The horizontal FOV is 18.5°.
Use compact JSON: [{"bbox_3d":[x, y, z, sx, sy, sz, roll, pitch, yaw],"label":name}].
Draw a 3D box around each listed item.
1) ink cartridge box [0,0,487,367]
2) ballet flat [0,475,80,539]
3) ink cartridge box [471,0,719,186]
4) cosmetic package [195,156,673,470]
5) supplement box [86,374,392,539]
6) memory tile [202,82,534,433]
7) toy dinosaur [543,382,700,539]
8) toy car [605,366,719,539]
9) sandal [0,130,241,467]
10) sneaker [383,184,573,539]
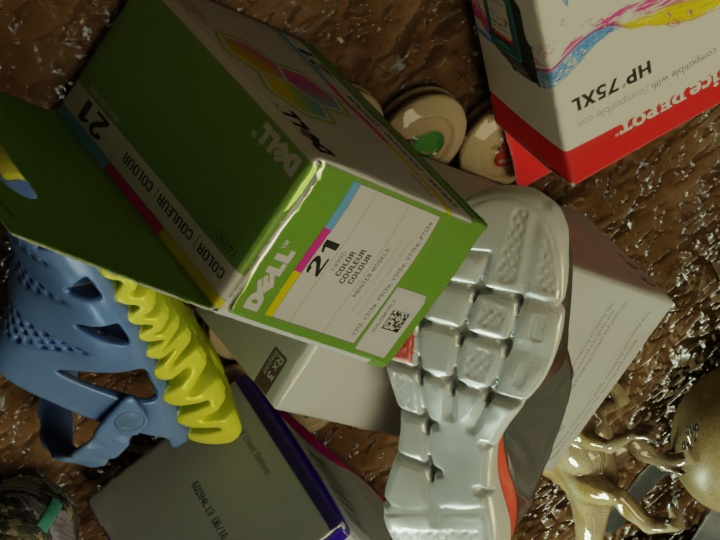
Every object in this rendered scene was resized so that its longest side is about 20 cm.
[{"bbox_3d":[-0.069,-0.052,0.850,0.200,0.148,0.076,21,111,-46],"label":"ink cartridge box"},{"bbox_3d":[-0.204,0.179,1.009,0.200,0.072,0.072,-50,139,8],"label":"ballet flat"},{"bbox_3d":[0.114,-0.122,0.981,0.116,0.067,0.200,-29,133,-15],"label":"ink cartridge box"},{"bbox_3d":[0.037,0.016,1.023,0.200,0.081,0.113,20,111,-44],"label":"cosmetic package"},{"bbox_3d":[-0.030,0.151,1.083,0.103,0.101,0.200,-39,144,4],"label":"supplement box"},{"bbox_3d":[0.000,0.000,1.052,0.153,0.017,0.200,1,125,-38],"label":"memory tile"},{"bbox_3d":[0.129,0.107,1.191,0.058,0.101,0.200,-55,138,-42],"label":"toy dinosaur"},{"bbox_3d":[0.233,0.102,1.238,0.164,0.158,0.200,31,116,-36],"label":"toy car"},{"bbox_3d":[-0.119,0.023,0.938,0.087,0.080,0.200,-24,135,1],"label":"sandal"},{"bbox_3d":[0.058,0.041,0.964,0.082,0.077,0.200,-38,147,-49],"label":"sneaker"}]
